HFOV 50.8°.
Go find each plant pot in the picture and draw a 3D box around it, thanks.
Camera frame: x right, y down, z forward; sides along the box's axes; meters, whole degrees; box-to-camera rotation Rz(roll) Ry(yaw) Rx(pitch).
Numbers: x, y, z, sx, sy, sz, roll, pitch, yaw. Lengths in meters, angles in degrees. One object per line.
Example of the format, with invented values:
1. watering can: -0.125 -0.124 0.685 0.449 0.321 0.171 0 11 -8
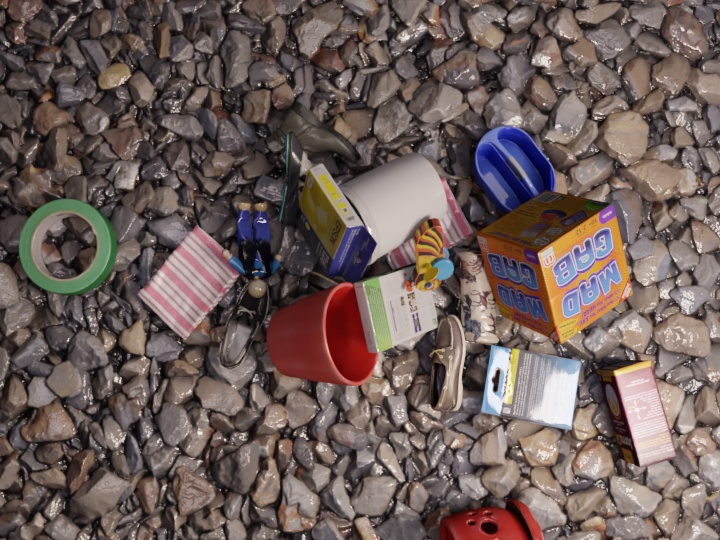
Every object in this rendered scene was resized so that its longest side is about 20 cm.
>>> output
1. plant pot: 0.273 0.574 1.523 0.178 0.200 0.205 -13 85 -10
2. plant pot: -0.083 0.138 1.545 0.174 0.199 0.205 -10 83 33

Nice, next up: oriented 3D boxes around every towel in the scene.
1. towel: -0.367 0.025 1.635 0.146 0.030 0.201 40 85 3
2. towel: 0.131 -0.097 1.666 0.197 0.030 0.148 -28 85 -3

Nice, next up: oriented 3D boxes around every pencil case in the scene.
1. pencil case: 0.255 0.060 1.626 0.077 0.088 0.205 -5 86 41

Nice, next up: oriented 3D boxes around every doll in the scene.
1. doll: -0.231 -0.041 1.623 0.134 0.048 0.205 0 76 -30

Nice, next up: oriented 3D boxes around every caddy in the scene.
1. caddy: 0.331 -0.213 1.642 0.141 0.105 0.201 -38 87 -4

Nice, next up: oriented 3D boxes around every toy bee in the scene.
1. toy bee: 0.137 0.001 1.536 0.106 0.131 0.204 -18 102 4

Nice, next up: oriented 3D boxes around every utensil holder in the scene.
1. utensil holder: 0.055 -0.129 1.554 0.197 0.170 0.172 -27 85 -22

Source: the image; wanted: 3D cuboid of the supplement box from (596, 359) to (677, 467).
1. supplement box: 0.579 0.297 1.597 0.084 0.110 0.205 -14 85 -2

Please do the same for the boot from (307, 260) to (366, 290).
1. boot: 0.000 0.000 1.634 0.196 0.078 0.141 23 80 0

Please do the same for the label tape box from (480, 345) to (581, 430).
1. label tape box: 0.358 0.247 1.620 0.195 0.063 0.148 11 85 0

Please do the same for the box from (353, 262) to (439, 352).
1. box: 0.078 0.073 1.576 0.198 0.036 0.148 -17 96 -44

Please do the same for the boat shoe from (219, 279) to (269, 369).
1. boat shoe: -0.251 0.112 1.621 0.073 0.060 0.203 23 84 3

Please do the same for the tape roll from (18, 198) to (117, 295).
1. tape roll: -0.629 -0.050 1.635 0.195 0.048 0.206 0 84 -1

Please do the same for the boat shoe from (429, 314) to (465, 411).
1. boat shoe: 0.179 0.196 1.612 0.058 0.071 0.205 3 88 -32

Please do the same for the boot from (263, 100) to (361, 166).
1. boot: -0.106 -0.265 1.670 0.199 0.068 0.132 37 97 2

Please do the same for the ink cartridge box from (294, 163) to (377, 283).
1. ink cartridge box: -0.057 -0.077 1.528 0.046 0.199 0.202 -22 69 -26

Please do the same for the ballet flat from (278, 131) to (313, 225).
1. ballet flat: -0.134 -0.195 1.631 0.071 0.073 0.205 7 108 0

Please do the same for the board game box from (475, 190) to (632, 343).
1. board game box: 0.387 -0.015 1.524 0.197 0.199 0.203 -29 115 -18
